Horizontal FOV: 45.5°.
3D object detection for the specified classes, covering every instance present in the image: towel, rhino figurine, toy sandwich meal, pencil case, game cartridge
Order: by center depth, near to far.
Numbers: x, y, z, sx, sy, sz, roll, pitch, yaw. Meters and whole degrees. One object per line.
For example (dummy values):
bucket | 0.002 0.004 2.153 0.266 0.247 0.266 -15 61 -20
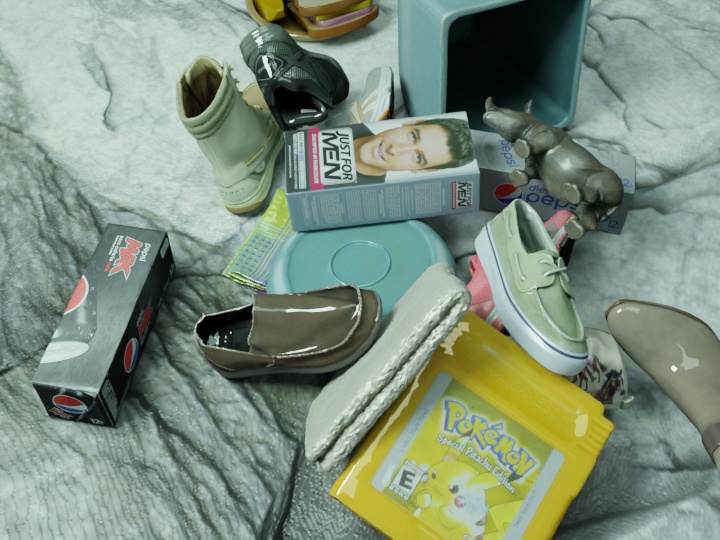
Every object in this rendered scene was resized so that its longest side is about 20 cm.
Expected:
game cartridge | 0.099 0.157 0.729 0.176 0.032 0.201 34 75 5
towel | 0.022 0.081 0.753 0.034 0.133 0.200 39 96 -9
pencil case | 0.153 0.105 0.806 0.198 0.078 0.090 -7 70 -7
rhino figurine | 0.199 -0.121 0.915 0.087 0.060 0.200 -19 57 -34
towel | -0.033 -0.013 0.933 0.199 0.023 0.144 20 54 14
toy sandwich meal | -0.070 -0.397 1.214 0.203 0.071 0.206 1 51 -1

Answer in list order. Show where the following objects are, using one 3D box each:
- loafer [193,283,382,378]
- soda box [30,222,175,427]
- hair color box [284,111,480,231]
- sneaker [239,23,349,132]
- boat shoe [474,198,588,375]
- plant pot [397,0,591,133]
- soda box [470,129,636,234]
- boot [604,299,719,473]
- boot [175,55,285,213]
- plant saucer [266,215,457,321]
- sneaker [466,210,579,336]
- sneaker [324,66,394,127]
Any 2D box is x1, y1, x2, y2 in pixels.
loafer | -0.073 0.056 0.792 0.199 0.071 0.074 -17 56 25
soda box | -0.249 0.049 0.851 0.070 0.064 0.201 8 50 5
hair color box | 0.021 -0.106 0.911 0.198 0.061 0.100 -6 50 0
sneaker | -0.063 -0.207 1.021 0.076 0.199 0.115 -25 77 18
boat shoe | 0.159 0.009 0.789 0.071 0.062 0.201 11 36 -27
plant pot | 0.137 -0.286 1.058 0.195 0.197 0.200 -19 45 -16
soda box | 0.209 -0.103 0.984 0.198 0.069 0.064 10 51 8
boot | 0.311 0.119 0.765 0.199 0.070 0.147 28 33 -13
boot | -0.146 -0.187 0.983 0.071 0.155 0.201 -7 49 17
plant saucer | 0.000 0.000 0.880 0.198 0.028 0.201 -3 50 4
sneaker | 0.161 -0.008 0.901 0.086 0.074 0.200 29 56 22
sneaker | -0.006 -0.178 1.039 0.091 0.076 0.201 3 49 7
